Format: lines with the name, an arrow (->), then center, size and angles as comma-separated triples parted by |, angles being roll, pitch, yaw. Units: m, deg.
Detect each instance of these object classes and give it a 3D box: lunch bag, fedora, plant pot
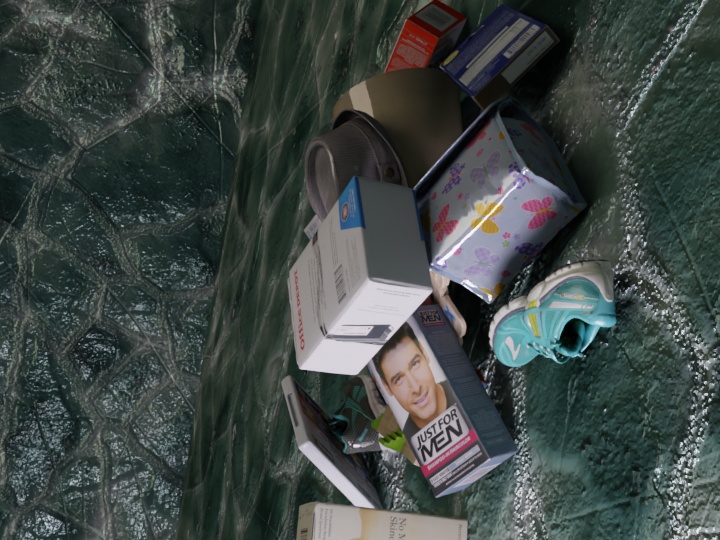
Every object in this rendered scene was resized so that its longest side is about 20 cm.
lunch bag -> 0.143, -0.095, 1.160 | 0.170, 0.127, 0.200 | -47, 29, 27
fedora -> -0.013, -0.110, 1.337 | 0.177, 0.090, 0.201 | 20, 127, 56
plant pot -> 0.070, -0.151, 1.421 | 0.187, 0.187, 0.201 | 134, 129, -60

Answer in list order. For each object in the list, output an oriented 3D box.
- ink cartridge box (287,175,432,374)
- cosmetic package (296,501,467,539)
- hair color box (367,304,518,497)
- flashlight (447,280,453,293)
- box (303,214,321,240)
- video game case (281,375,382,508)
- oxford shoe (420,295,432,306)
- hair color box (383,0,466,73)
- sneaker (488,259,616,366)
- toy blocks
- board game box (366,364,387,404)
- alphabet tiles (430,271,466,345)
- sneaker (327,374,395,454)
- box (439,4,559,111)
ink cartridge box -> -0.006, 0.011, 1.167 | 0.200, 0.084, 0.145 | -52, 37, 47
cosmetic package -> 0.025, 0.341, 1.207 | 0.071, 0.199, 0.106 | 142, 134, -63
hair color box -> 0.090, 0.150, 1.178 | 0.099, 0.061, 0.200 | -44, 62, 36
flashlight -> 0.108, 0.017, 1.366 | 0.068, 0.068, 0.201 | 30, 107, 44
box -> -0.006, -0.068, 1.582 | 0.102, 0.112, 0.200 | 56, 166, 1
video game case -> -0.042, 0.271, 1.508 | 0.023, 0.200, 0.182 | -37, 27, 6
oxford shoe -> 0.031, 0.053, 1.295 | 0.071, 0.075, 0.200 | 61, 165, 9
hair color box -> 0.082, -0.303, 1.542 | 0.111, 0.064, 0.200 | -47, -13, -48
sneaker -> 0.197, 0.060, 1.045 | 0.200, 0.077, 0.080 | 128, 138, -56
toy blocks -> 0.091, 0.174, 1.302 | 0.137, 0.100, 0.200 | -68, 19, 0
board game box -> 0.033, 0.130, 1.472 | 0.200, 0.034, 0.136 | -124, 16, -66
alphabet tiles -> 0.076, 0.016, 1.256 | 0.196, 0.015, 0.200 | 56, 164, 25
sneaker -> -0.009, 0.220, 1.536 | 0.200, 0.091, 0.078 | -131, 31, -70
box -> 0.171, -0.274, 1.273 | 0.121, 0.032, 0.200 | -44, 22, 10
